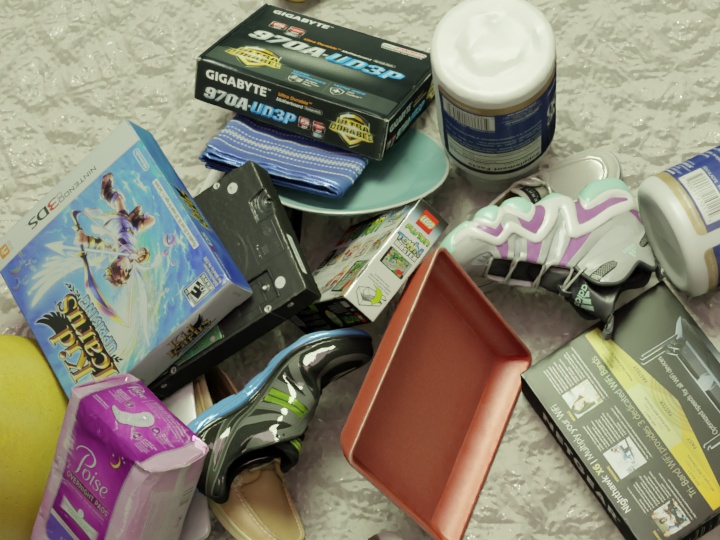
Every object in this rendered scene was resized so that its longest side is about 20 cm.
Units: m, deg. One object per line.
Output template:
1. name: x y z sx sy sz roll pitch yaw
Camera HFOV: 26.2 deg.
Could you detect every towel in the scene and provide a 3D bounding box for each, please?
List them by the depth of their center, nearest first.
1. towel: -0.051 -0.134 1.463 0.143 0.024 0.200 15 35 12

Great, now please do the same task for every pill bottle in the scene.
1. pill bottle: 0.360 -0.066 1.390 0.199 0.116 0.116 -24 66 -4
2. pill bottle: 0.124 -0.152 1.410 0.110 0.200 0.112 -2 66 5

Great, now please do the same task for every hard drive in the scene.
1. hard drive: -0.143 0.014 1.362 0.199 0.038 0.141 -33 63 14

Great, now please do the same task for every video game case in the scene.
1. video game case: -0.215 0.000 1.355 0.181 0.045 0.201 -42 62 12

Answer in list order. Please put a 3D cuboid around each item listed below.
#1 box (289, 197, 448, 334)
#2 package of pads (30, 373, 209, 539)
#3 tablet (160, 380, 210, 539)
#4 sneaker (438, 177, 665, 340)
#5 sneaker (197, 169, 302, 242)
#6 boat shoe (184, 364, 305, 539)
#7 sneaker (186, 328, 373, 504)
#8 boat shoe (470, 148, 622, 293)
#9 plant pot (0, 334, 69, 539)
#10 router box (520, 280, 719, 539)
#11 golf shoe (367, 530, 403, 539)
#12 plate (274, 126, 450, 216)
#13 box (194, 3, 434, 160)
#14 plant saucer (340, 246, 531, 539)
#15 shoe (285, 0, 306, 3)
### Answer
1. box: 0.000 0.000 1.364 0.035 0.200 0.110 41 75 -10
2. package of pads: -0.206 0.201 1.290 0.120 0.201 0.075 38 31 30
3. tablet: -0.193 0.159 1.380 0.129 0.014 0.202 -26 62 30
4. sneaker: 0.173 0.005 1.346 0.198 0.078 0.141 -18 64 -14
5. sneaker: -0.120 -0.008 1.445 0.111 0.073 0.201 18 68 16
6. boat shoe: -0.105 0.166 1.357 0.065 0.071 0.200 -51 63 26
7. sneaker: -0.065 0.123 1.312 0.199 0.071 0.083 -38 68 -13
8. boat shoe: 0.161 -0.055 1.434 0.199 0.070 0.071 -33 66 -7
9. plant pot: -0.333 0.136 1.355 0.198 0.142 0.202 -6 66 13
10. router box: 0.258 0.133 1.349 0.156 0.052 0.201 -31 67 -7
11. golf shoe: 0.080 0.295 1.293 0.092 0.073 0.201 -34 77 -15
12. plate: -0.015 -0.093 1.453 0.198 0.026 0.201 0 32 0
13. box: -0.038 -0.184 1.485 0.198 0.046 0.159 19 34 15
14. plant saucer: 0.061 0.111 1.318 0.036 0.200 0.201 9 65 36
15. shoe: -0.029 -0.357 1.606 0.070 0.053 0.201 36 77 -14
